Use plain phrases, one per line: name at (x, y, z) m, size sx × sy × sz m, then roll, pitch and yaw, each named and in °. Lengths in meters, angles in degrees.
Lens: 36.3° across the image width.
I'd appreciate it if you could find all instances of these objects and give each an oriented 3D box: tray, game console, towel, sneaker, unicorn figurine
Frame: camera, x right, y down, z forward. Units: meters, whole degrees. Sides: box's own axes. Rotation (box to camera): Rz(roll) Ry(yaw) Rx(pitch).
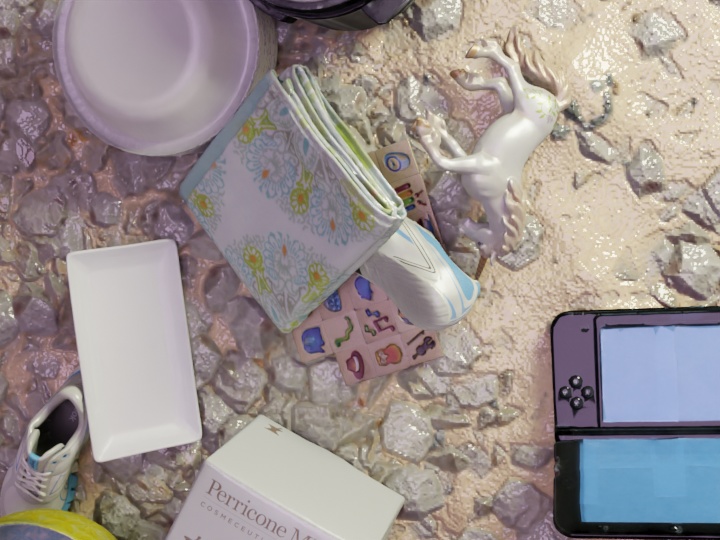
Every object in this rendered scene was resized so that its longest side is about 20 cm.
tray at (-0.217, 0.075, 1.054) m, size 0.107 × 0.022 × 0.201 m, roll -9°, pitch 96°, yaw -22°
game console at (0.261, 0.123, 0.924) m, size 0.199 × 0.119 × 0.173 m, roll -2°, pitch 97°, yaw 12°
towel at (-0.065, -0.060, 0.967) m, size 0.172 × 0.048 × 0.200 m, roll 55°, pitch 133°, yaw 10°
sneaker at (0.023, -0.026, 0.986) m, size 0.200 × 0.072 × 0.072 m, roll 45°, pitch 132°, yaw 16°
unicorn figurine at (0.112, -0.102, 0.949) m, size 0.137 × 0.074 × 0.200 m, roll 37°, pitch 97°, yaw -5°
sneaker at (-0.310, 0.183, 1.074) m, size 0.075 × 0.087 × 0.201 m, roll 29°, pitch 103°, yaw 6°

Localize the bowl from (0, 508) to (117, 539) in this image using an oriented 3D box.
bowl at (-0.289, 0.309, 1.068) m, size 0.199 × 0.108 × 0.201 m, roll 3°, pitch 106°, yaw 12°

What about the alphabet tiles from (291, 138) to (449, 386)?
alphabet tiles at (0.000, 0.000, 1.023) m, size 0.167 × 0.008 × 0.201 m, roll -18°, pitch 93°, yaw 14°

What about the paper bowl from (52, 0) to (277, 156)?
paper bowl at (-0.183, -0.204, 0.989) m, size 0.200 × 0.104 × 0.202 m, roll 2°, pitch 98°, yaw 13°

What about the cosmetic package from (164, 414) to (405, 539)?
cosmetic package at (-0.086, 0.270, 0.994) m, size 0.167 × 0.166 × 0.201 m, roll 28°, pitch 101°, yaw 8°

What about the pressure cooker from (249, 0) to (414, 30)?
pressure cooker at (-0.029, -0.290, 0.894) m, size 0.175 × 0.200 × 0.180 m, roll 8°, pitch 99°, yaw 10°
